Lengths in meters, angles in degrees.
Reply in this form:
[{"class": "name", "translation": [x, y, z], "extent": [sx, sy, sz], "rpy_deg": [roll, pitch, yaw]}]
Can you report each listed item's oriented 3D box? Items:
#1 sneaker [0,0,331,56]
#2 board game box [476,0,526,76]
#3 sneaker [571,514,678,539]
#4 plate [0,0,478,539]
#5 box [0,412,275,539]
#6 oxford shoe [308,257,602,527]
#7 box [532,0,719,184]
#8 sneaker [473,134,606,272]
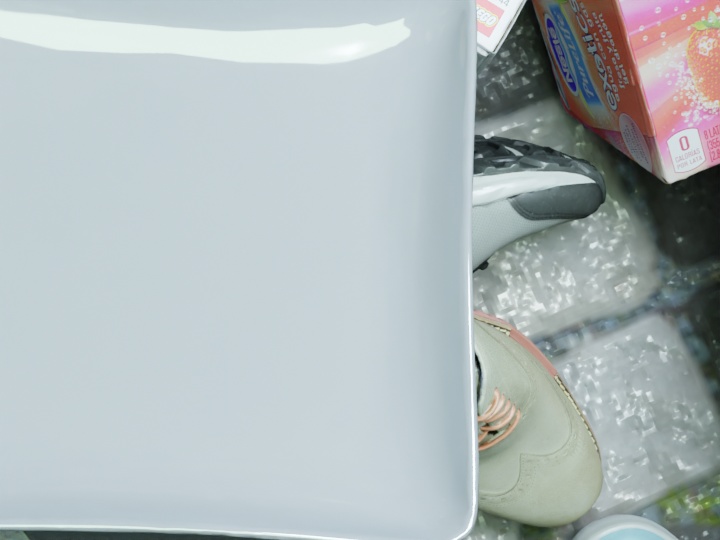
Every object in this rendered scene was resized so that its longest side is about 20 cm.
[{"class": "sneaker", "translation": [-0.070, -0.096, 0.891], "extent": [0.199, 0.078, 0.091], "rpy_deg": [21, 39, -14]}, {"class": "board game box", "translation": [-0.039, -0.130, 0.925], "extent": [0.200, 0.126, 0.035], "rpy_deg": [31, 80, -3]}, {"class": "sneaker", "translation": [0.135, 0.184, 0.927], "extent": [0.074, 0.082, 0.201], "rpy_deg": [-23, 86, -11]}, {"class": "plate", "translation": [-0.062, -0.007, 0.803], "extent": [0.199, 0.032, 0.201], "rpy_deg": [3, 68, -5]}, {"class": "box", "translation": [-0.134, 0.084, 0.867], "extent": [0.199, 0.115, 0.133], "rpy_deg": [19, 110, -4]}, {"class": "oxford shoe", "translation": [0.028, 0.047, 0.899], "extent": [0.071, 0.074, 0.200], "rpy_deg": [-48, 126, 6]}, {"class": "box", "translation": [0.171, -0.125, 0.952], "extent": [0.199, 0.103, 0.095], "rpy_deg": [-24, 115, -10]}, {"class": "sneaker", "translation": [0.000, 0.000, 0.948], "extent": [0.199, 0.074, 0.080], "rpy_deg": [-19, 105, -10]}]
